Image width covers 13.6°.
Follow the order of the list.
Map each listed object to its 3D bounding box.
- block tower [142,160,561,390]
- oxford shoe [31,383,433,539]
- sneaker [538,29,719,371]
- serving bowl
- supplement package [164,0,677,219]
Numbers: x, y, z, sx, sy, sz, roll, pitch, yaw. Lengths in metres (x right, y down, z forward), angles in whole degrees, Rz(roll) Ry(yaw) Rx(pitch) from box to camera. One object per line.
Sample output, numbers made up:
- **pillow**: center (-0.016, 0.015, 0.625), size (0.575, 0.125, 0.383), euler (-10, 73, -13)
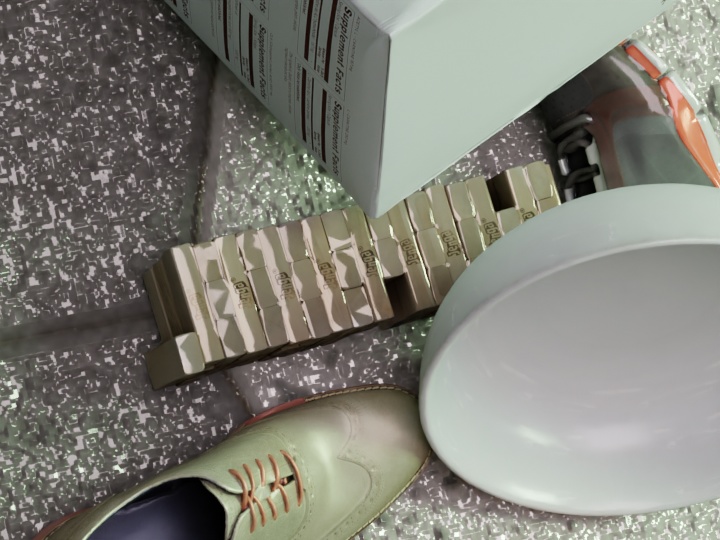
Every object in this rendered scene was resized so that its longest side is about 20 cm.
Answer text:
- **block tower**: center (0.000, 0.000, 1.337), size (0.199, 0.054, 0.058), euler (-16, 84, -20)
- **oxford shoe**: center (-0.047, 0.103, 1.291), size (0.199, 0.074, 0.071), euler (-27, 89, -20)
- **sneaker**: center (0.122, -0.038, 1.374), size (0.082, 0.077, 0.200), euler (-42, 93, -14)
- **serving bowl**: center (0.121, 0.026, 1.312), size (0.199, 0.201, 0.066), euler (6, 49, -17)
- **supplement package**: center (0.015, -0.174, 1.292), size (0.191, 0.147, 0.200), euler (-36, 69, -20)
